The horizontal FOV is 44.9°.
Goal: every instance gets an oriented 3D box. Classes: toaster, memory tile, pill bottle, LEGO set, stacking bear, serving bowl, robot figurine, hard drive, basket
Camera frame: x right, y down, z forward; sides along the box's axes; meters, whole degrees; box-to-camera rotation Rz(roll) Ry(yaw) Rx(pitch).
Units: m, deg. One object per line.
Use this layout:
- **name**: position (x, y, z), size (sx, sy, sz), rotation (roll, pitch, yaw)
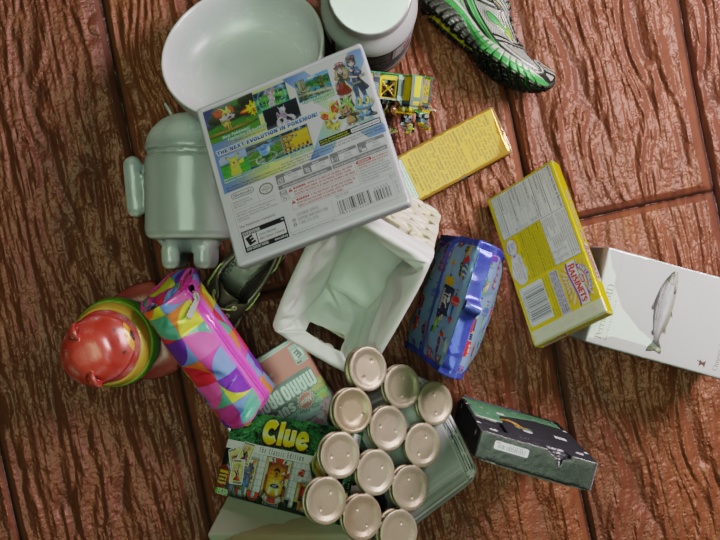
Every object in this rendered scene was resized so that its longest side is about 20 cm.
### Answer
- **toaster**: position (0.055, 0.225, 1.072), size (0.127, 0.114, 0.203), rotation (-28, 90, -13)
- **memory tile**: position (0.021, 0.202, 0.982), size (0.151, 0.017, 0.204), rotation (27, 71, -23)
- **pill bottle**: position (0.010, -0.301, 1.022), size (0.113, 0.200, 0.120), rotation (0, 92, -1)
- **LEGO set**: position (0.010, -0.172, 1.035), size (0.150, 0.200, 0.119), rotation (4, 99, -13)
- **stacking bear**: position (-0.292, 0.086, 1.030), size (0.111, 0.200, 0.124), rotation (-16, 92, 0)
- **serving bowl**: position (-0.134, -0.243, 1.039), size (0.195, 0.066, 0.204), rotation (-4, 61, 7)
- **robot figurine**: position (-0.209, -0.104, 1.069), size (0.165, 0.113, 0.206), rotation (1, 91, -2)
- **hard drive**: position (0.188, 0.201, 1.035), size (0.136, 0.200, 0.039), rotation (16, 94, -1)
- **basket**: position (0.000, 0.000, 1.029), size (0.134, 0.124, 0.202), rotation (29, 126, 0)

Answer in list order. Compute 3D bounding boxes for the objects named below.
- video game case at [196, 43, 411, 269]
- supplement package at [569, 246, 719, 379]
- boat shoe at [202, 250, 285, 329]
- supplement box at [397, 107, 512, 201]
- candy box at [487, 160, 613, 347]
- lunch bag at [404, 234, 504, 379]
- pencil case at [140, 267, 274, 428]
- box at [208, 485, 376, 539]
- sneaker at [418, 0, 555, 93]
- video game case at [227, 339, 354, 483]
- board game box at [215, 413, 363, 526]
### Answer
- **video game case**: position (-0.063, -0.121, 0.930), size (0.196, 0.022, 0.186), rotation (-19, 78, 9)
- **supplement package**: position (0.368, 0.052, 1.073), size (0.195, 0.117, 0.120), rotation (14, 92, 0)
- **boat shoe**: position (-0.163, 0.024, 1.099), size (0.072, 0.060, 0.201), rotation (40, 91, -2)
- **supplement box**: position (0.089, -0.128, 1.093), size (0.197, 0.067, 0.070), rotation (-30, 91, 1)
- **candy box**: position (0.225, -0.021, 1.055), size (0.101, 0.026, 0.204), rotation (-29, 63, 31)
- **lunch bag**: position (0.122, 0.043, 1.030), size (0.092, 0.200, 0.154), rotation (19, 91, -1)
- **pencil case**: position (-0.182, 0.093, 1.043), size (0.087, 0.089, 0.202), rotation (-31, 113, 0)
- **box**: position (-0.073, 0.319, 1.047), size (0.196, 0.078, 0.097), rotation (-10, 118, 27)
- **sneaker**: position (0.169, -0.299, 1.083), size (0.199, 0.078, 0.085), rotation (43, 90, -1)
- **video game case**: position (-0.090, 0.205, 1.125), size (0.141, 0.017, 0.203), rotation (-30, 92, 0)
- **board game box**: position (-0.089, 0.230, 1.034), size (0.197, 0.023, 0.107), rotation (0, 69, 39)
